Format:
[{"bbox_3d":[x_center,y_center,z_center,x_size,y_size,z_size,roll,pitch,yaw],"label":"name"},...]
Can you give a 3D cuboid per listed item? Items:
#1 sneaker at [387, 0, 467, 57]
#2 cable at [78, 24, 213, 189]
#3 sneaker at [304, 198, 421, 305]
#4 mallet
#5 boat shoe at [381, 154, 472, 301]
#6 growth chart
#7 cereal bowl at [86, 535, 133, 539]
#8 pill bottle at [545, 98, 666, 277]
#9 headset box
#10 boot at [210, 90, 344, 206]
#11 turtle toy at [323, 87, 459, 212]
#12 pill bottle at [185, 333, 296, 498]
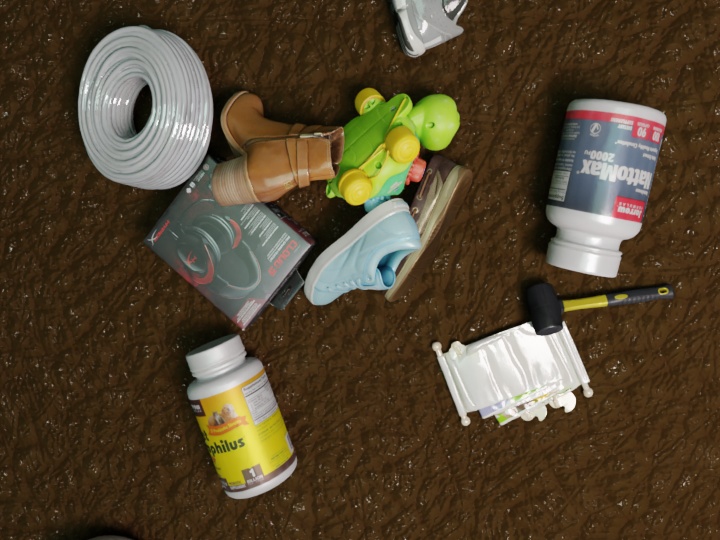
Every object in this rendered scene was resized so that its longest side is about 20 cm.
[{"bbox_3d":[0.082,-0.385,0.833,0.113,0.075,0.203,-18,106,1],"label":"sneaker"},{"bbox_3d":[-0.276,-0.207,0.846,0.198,0.069,0.203,25,102,26],"label":"cable"},{"bbox_3d":[0.000,0.000,0.847,0.200,0.073,0.083,-45,60,35],"label":"sneaker"},{"bbox_3d":[0.319,0.050,0.875,0.196,0.041,0.067,-1,68,1],"label":"mallet"},{"bbox_3d":[0.072,-0.057,0.878,0.071,0.072,0.202,32,104,20],"label":"boat shoe"},{"bbox_3d":[0.211,0.143,0.912,0.196,0.018,0.147,-16,96,6],"label":"growth chart"},{"bbox_3d":[-0.360,0.478,0.966,0.196,0.083,0.205,1,98,5],"label":"cereal bowl"},{"bbox_3d":[0.297,-0.100,0.824,0.117,0.120,0.204,10,98,3],"label":"pill bottle"},{"bbox_3d":[-0.164,-0.032,0.888,0.199,0.075,0.149,41,98,-1],"label":"headset box"},{"bbox_3d":[-0.094,-0.162,0.818,0.152,0.203,0.074,-11,141,14],"label":"boot"},{"bbox_3d":[0.036,-0.155,0.837,0.199,0.147,0.101,-39,135,9],"label":"turtle toy"},{"bbox_3d":[-0.167,0.195,0.901,0.107,0.109,0.203,-19,95,6],"label":"pill bottle"}]
